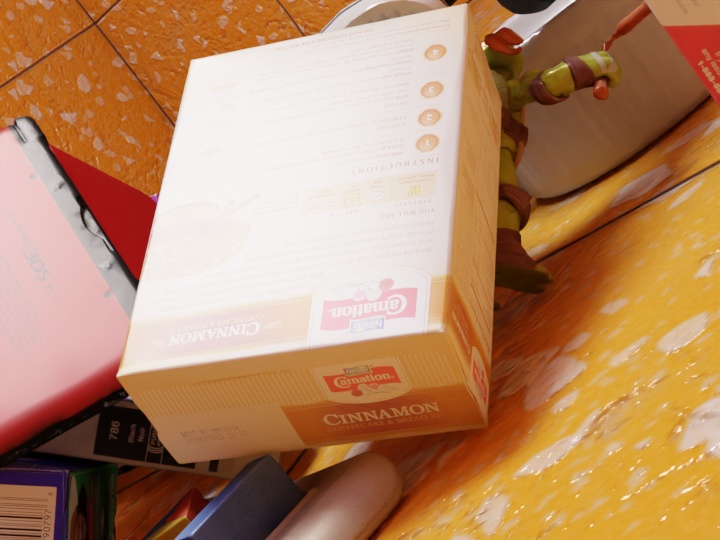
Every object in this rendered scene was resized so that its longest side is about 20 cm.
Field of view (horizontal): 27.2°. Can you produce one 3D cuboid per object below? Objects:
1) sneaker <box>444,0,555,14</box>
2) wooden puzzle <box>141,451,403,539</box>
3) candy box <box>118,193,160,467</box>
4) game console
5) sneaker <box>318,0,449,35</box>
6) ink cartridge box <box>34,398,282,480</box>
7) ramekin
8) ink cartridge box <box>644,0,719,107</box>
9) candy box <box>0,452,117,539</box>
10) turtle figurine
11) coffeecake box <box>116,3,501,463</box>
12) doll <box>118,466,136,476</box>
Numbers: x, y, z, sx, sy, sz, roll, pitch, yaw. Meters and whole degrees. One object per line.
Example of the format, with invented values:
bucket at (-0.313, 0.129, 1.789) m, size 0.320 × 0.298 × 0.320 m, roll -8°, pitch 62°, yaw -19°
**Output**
sneaker at (0.081, -0.187, 0.816) m, size 0.078 × 0.077 × 0.199 m, roll -14°, pitch -1°, yaw 34°
wooden puzzle at (-0.090, 0.150, 0.677) m, size 0.185 × 0.046 × 0.199 m, roll -44°, pitch 10°, yaw -30°
candy box at (-0.179, 0.059, 0.962) m, size 0.198 × 0.138 × 0.061 m, roll -26°, pitch -23°, yaw 18°
game console at (-0.156, 0.025, 0.809) m, size 0.171 × 0.200 × 0.119 m, roll -29°, pitch -37°, yaw -14°
sneaker at (-0.005, -0.095, 0.827) m, size 0.201 × 0.078 × 0.080 m, roll 124°, pitch 163°, yaw -45°
ink cartridge box at (-0.149, 0.086, 0.827) m, size 0.099 × 0.197 × 0.040 m, roll 173°, pitch 106°, yaw -71°
ramekin at (0.152, -0.136, 0.948) m, size 0.200 × 0.098 × 0.201 m, roll -37°, pitch 9°, yaw 7°
ink cartridge box at (0.228, -0.176, 0.686) m, size 0.199 × 0.146 × 0.083 m, roll -32°, pitch 9°, yaw 37°
candy box at (-0.226, 0.135, 0.807) m, size 0.166 × 0.078 × 0.200 m, roll 3°, pitch -4°, yaw -2°
turtle figurine at (0.075, -0.067, 0.794) m, size 0.199 × 0.064 × 0.164 m, roll -18°, pitch 58°, yaw 44°
coffeecake box at (-0.016, -0.020, 0.702) m, size 0.151 × 0.073 × 0.202 m, roll -8°, pitch 48°, yaw 18°
doll at (-0.136, 0.109, 1.062) m, size 0.136 × 0.049 × 0.199 m, roll -35°, pitch 7°, yaw -35°
